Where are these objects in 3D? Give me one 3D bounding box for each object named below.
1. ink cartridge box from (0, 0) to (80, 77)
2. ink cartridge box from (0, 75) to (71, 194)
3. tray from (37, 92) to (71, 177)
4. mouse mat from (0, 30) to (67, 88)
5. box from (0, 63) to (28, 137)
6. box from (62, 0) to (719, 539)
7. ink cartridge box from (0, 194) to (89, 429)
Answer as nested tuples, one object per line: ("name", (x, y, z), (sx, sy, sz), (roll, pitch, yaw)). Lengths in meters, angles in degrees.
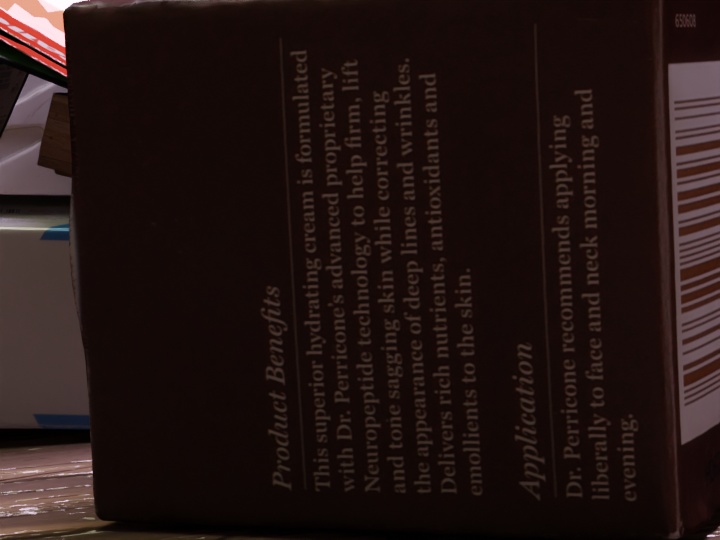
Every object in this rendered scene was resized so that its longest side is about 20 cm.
("ink cartridge box", (-0.120, -0.117, 0.966), (0.162, 0.057, 0.200), (29, 3, 4))
("ink cartridge box", (-0.174, -0.061, 1.352), (0.144, 0.146, 0.200), (-26, 1, 10))
("tray", (-0.042, -0.039, 1.013), (0.198, 0.037, 0.099), (14, 4, -4))
("mouse mat", (-0.190, -0.123, 0.975), (0.160, 0.008, 0.200), (21, 13, -36))
("box", (-0.251, -0.108, 1.016), (0.163, 0.087, 0.200), (27, 10, 3))
("box", (0.030, -0.011, 0.733), (0.198, 0.168, 0.164), (0, 6, 24))
("ink cartridge box", (-0.134, 0.013, 0.978), (0.143, 0.086, 0.200), (1, 7, -8))
